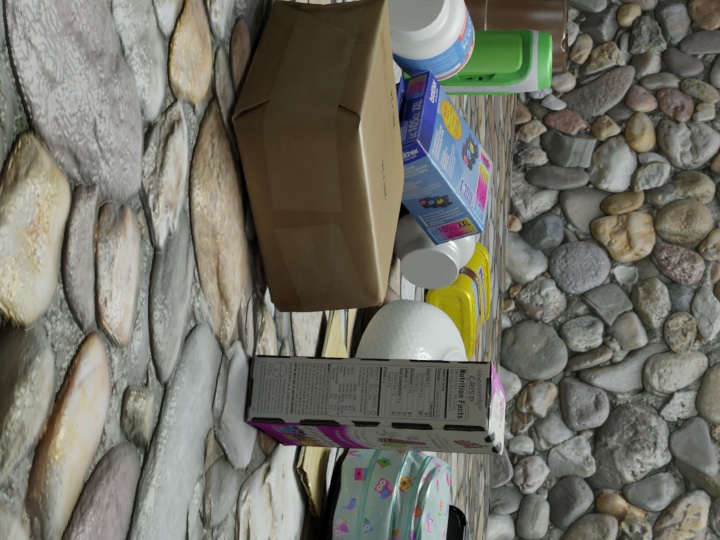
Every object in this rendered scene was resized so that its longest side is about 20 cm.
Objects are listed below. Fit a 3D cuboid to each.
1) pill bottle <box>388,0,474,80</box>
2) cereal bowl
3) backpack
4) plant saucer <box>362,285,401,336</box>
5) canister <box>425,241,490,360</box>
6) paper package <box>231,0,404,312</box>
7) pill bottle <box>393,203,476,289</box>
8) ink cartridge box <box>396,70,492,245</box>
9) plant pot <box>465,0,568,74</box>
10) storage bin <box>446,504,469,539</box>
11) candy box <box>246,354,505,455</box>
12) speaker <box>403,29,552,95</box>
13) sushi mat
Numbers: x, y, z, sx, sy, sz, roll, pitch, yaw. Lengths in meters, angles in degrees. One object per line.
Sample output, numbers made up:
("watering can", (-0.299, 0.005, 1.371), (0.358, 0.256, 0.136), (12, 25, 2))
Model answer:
("pill bottle", (0.075, -0.303, 1.653), (0.200, 0.112, 0.112), (20, 72, -79))
("cereal bowl", (0.071, 0.135, 1.602), (0.200, 0.083, 0.200), (-20, 113, -56))
("backpack", (0.021, 0.273, 1.374), (0.167, 0.127, 0.200), (-10, 107, -81))
("plant saucer", (0.035, 0.111, 1.696), (0.200, 0.037, 0.200), (2, 90, -79))
("canister", (0.160, 0.053, 2.234), (0.200, 0.087, 0.149), (-60, 150, -66))
("paper package", (-0.028, -0.100, 1.147), (0.191, 0.103, 0.200), (-79, 166, -47))
("pill bottle", (0.103, -0.073, 1.830), (0.112, 0.112, 0.200), (80, 16, -46))
("ink cartridge box", (0.081, -0.148, 1.684), (0.200, 0.076, 0.136), (49, 36, -34))
("plant pot", (0.294, -0.447, 2.584), (0.200, 0.198, 0.200), (2, 90, -79))
("storage bin", (0.049, 0.369, 1.523), (0.094, 0.135, 0.200), (79, 16, -52))
("candy box", (0.018, 0.114, 1.150), (0.136, 0.200, 0.061), (59, 35, -72))
("speaker", (0.162, -0.288, 1.879), (0.088, 0.200, 0.088), (1, 90, -79))
("sushi mat", (-0.037, 0.140, 1.370), (0.096, 0.012, 0.200), (82, 15, -49))
